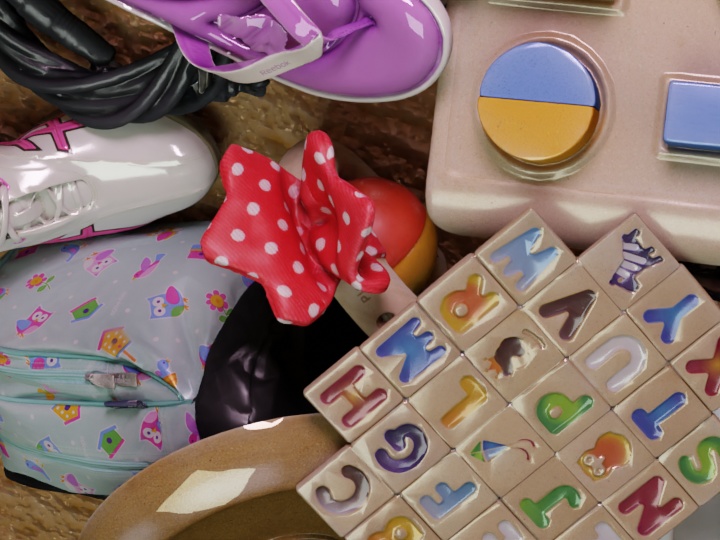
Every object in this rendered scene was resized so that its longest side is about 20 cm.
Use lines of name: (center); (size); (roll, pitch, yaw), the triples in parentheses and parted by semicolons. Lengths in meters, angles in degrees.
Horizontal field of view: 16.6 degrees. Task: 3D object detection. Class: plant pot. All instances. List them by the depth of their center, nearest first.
plant pot: (-0.038, 0.136, 1.189); (0.198, 0.028, 0.201); (-11, 145, -8)

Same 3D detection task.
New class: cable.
cable: (-0.124, -0.164, 1.172); (0.162, 0.051, 0.201); (3, 124, 25)

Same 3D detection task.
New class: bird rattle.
bird rattle: (0.000, 0.000, 1.182); (0.200, 0.163, 0.113); (37, 108, -25)

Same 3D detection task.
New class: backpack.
backpack: (-0.105, 0.048, 1.272); (0.199, 0.167, 0.127); (1, 120, 28)

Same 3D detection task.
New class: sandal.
sandal: (-0.057, -0.116, 1.103); (0.201, 0.050, 0.083); (19, 133, 17)

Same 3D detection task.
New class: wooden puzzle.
wooden puzzle: (0.126, -0.106, 1.081); (0.184, 0.046, 0.202); (7, 95, 11)

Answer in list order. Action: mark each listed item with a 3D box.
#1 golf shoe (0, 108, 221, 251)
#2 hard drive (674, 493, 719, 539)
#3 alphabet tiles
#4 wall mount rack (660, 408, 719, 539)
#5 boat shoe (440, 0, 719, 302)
golf shoe: (-0.168, -0.037, 1.251); (0.198, 0.092, 0.073); (-4, 126, 18)
hard drive: (0.167, 0.150, 1.277); (0.026, 0.132, 0.201); (8, 135, 45)
alphabet tiles: (0.077, 0.071, 1.112); (0.200, 0.006, 0.167); (-39, 109, 11)
wall mount rack: (0.239, 0.084, 1.198); (0.198, 0.075, 0.175); (-13, 81, -2)
boat shoe: (0.116, -0.062, 1.145); (0.199, 0.093, 0.075); (26, 130, -5)
